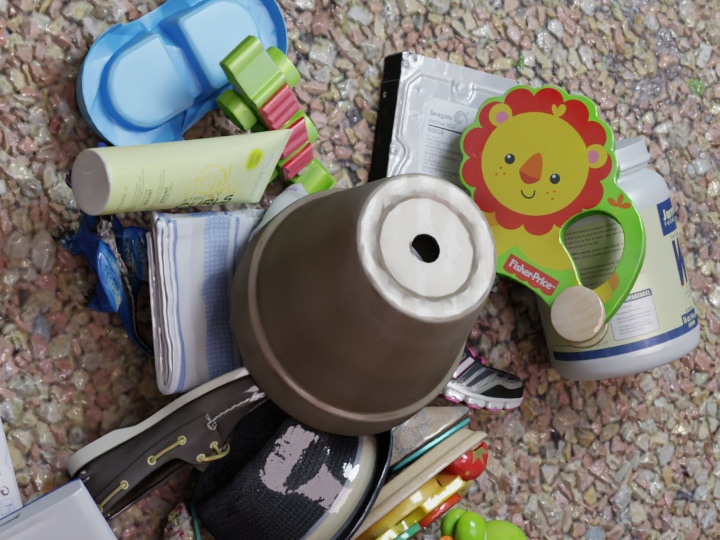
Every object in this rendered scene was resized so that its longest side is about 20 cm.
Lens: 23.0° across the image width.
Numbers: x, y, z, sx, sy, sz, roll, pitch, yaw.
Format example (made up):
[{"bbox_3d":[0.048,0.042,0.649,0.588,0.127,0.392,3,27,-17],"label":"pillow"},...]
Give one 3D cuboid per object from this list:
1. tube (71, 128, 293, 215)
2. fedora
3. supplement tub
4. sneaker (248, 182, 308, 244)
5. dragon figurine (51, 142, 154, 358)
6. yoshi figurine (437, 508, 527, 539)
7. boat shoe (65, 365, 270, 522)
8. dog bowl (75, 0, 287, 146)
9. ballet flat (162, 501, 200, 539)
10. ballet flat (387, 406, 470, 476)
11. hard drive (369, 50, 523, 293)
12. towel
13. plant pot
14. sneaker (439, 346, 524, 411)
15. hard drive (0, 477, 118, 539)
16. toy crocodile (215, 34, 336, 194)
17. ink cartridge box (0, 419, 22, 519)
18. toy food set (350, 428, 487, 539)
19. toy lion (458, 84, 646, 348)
[{"bbox_3d":[-0.137,-0.078,1.411,0.199,0.058,0.053,-9,88,-47],"label":"tube"},{"bbox_3d":[-0.069,0.170,1.456,0.091,0.200,0.202,40,71,-27],"label":"fedora"},{"bbox_3d":[0.228,-0.011,1.650,0.144,0.145,0.202,-18,98,-28],"label":"supplement tub"},{"bbox_3d":[0.000,0.000,1.518,0.200,0.075,0.100,39,43,-17],"label":"sneaker"},{"bbox_3d":[-0.196,-0.003,1.442,0.058,0.099,0.202,-27,102,-26],"label":"dragon figurine"},{"bbox_3d":[0.116,0.312,1.601,0.112,0.111,0.203,-26,116,-71],"label":"yoshi figurine"},{"bbox_3d":[-0.143,0.138,1.440,0.200,0.072,0.061,-29,77,11],"label":"boat shoe"},{"bbox_3d":[-0.155,-0.174,1.497,0.199,0.049,0.112,-35,106,-25],"label":"dog bowl"},{"bbox_3d":[-0.142,0.298,1.487,0.063,0.076,0.202,-16,94,-8],"label":"ballet flat"},{"bbox_3d":[0.006,0.162,1.558,0.199,0.068,0.067,-36,85,-14],"label":"ballet flat"},{"bbox_3d":[0.076,-0.089,1.630,0.138,0.038,0.202,12,83,-29],"label":"hard drive"},{"bbox_3d":[-0.108,0.022,1.484,0.199,0.024,0.149,-6,94,-57],"label":"towel"},{"bbox_3d":[0.017,0.011,1.374,0.198,0.173,0.202,8,69,-20],"label":"plant pot"},{"bbox_3d":[0.071,0.068,1.602,0.198,0.074,0.088,20,86,-22],"label":"sneaker"},{"bbox_3d":[-0.234,0.278,1.413,0.131,0.025,0.201,-28,115,-3],"label":"hard drive"},{"bbox_3d":[-0.071,-0.125,1.493,0.067,0.062,0.201,-42,148,-14],"label":"toy crocodile"},{"bbox_3d":[-0.369,0.174,1.378,0.198,0.042,0.121,-16,98,-31],"label":"ink cartridge box"},{"bbox_3d":[0.034,0.208,1.520,0.197,0.200,0.049,-34,81,-28],"label":"toy food set"},{"bbox_3d":[0.167,-0.059,1.560,0.199,0.069,0.193,32,90,16],"label":"toy lion"}]
